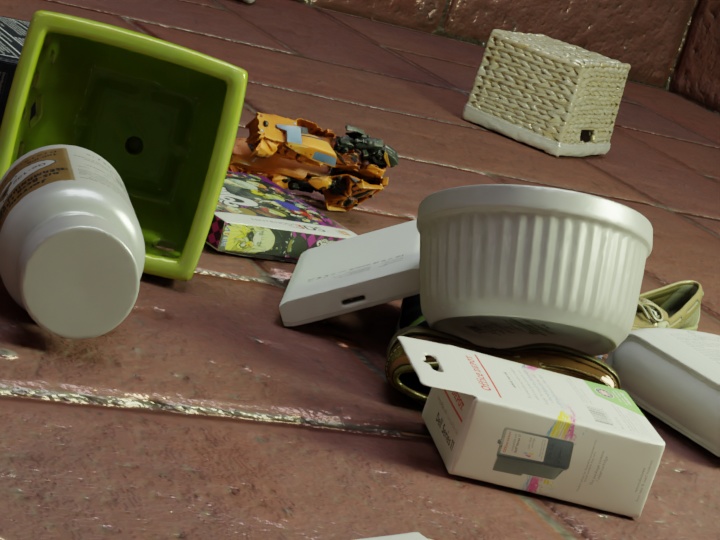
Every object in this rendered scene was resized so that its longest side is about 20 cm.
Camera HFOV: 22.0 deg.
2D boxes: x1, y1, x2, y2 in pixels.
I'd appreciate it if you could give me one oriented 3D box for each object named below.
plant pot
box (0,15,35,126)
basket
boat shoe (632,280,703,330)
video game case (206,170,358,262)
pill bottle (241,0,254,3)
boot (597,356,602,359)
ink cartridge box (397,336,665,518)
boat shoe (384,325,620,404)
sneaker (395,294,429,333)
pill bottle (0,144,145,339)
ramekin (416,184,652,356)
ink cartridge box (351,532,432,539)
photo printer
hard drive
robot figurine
[{"bbox_3d":[-0.215,-0.118,1.688,0.198,0.201,0.181,16,7,-3],"label":"plant pot"},{"bbox_3d":[-0.352,-0.180,1.893,0.198,0.124,0.200,6,20,-36],"label":"box"},{"bbox_3d":[0.307,-0.293,3.047,0.200,0.161,0.198,23,16,30],"label":"basket"},{"bbox_3d":[0.303,0.045,1.943,0.073,0.063,0.200,26,16,33],"label":"boat shoe"},{"bbox_3d":[-0.120,-0.060,1.893,0.181,0.036,0.200,8,17,-39],"label":"video game case"},{"bbox_3d":[-0.288,-0.601,3.606,0.199,0.111,0.111,18,14,4],"label":"pill bottle"},{"bbox_3d":[0.188,0.050,1.764,0.097,0.075,0.200,21,16,5],"label":"boot"},{"bbox_3d":[0.120,0.119,1.431,0.199,0.068,0.117,15,15,-13],"label":"ink cartridge box"},{"bbox_3d":[0.118,0.099,1.524,0.199,0.072,0.068,7,19,-2],"label":"boat shoe"},{"bbox_3d":[0.071,0.027,1.691,0.071,0.083,0.200,14,14,-10],"label":"sneaker"},{"bbox_3d":[-0.228,-0.021,1.452,0.114,0.115,0.200,13,15,-17],"label":"pill bottle"},{"bbox_3d":[0.142,0.006,1.552,0.199,0.105,0.200,7,-13,1],"label":"ramekin"},{"bbox_3d":[0.000,0.205,0.922,0.200,0.084,0.145,2,21,-46],"label":"ink cartridge box"},{"bbox_3d":[0.334,0.113,1.708,0.166,0.070,0.200,6,17,-37],"label":"photo printer"},{"bbox_3d":[0.000,0.000,1.702,0.131,0.027,0.200,-15,13,7],"label":"hard drive"},{"bbox_3d":[-0.057,-0.116,2.059,0.199,0.058,0.145,15,-28,-32],"label":"robot figurine"}]
